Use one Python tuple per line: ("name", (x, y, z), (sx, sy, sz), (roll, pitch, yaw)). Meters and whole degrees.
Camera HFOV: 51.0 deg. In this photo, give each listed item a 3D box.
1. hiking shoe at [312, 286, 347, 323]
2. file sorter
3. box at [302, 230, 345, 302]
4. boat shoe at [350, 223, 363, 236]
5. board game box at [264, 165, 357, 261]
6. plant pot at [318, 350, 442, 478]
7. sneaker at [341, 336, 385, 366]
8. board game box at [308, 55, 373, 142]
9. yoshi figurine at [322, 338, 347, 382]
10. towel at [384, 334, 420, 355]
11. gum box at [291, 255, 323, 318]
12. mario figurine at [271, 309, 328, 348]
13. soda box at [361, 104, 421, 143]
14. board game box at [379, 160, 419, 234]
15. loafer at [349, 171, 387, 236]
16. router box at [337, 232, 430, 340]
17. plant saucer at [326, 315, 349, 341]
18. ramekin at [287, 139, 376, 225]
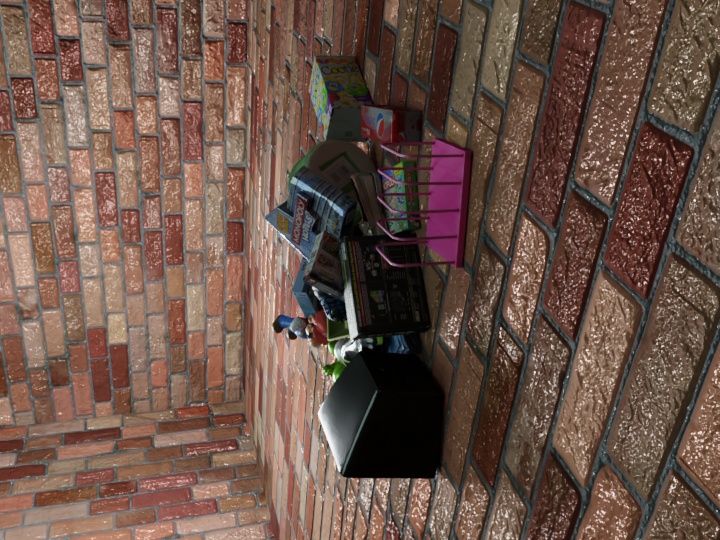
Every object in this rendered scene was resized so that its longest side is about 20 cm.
("hiking shoe", (-0.051, 0.064, 1.628), (0.200, 0.074, 0.087), (35, -138, -77))
("file sorter", (0.100, -0.118, 1.309), (0.139, 0.125, 0.201), (-132, 41, -65))
("box", (-0.012, 0.013, 1.536), (0.035, 0.199, 0.111), (-31, 36, 55))
("boat shoe", (0.000, 0.000, 1.630), (0.074, 0.075, 0.201), (-28, 61, 50))
("board game box", (-0.114, -0.114, 1.630), (0.199, 0.062, 0.201), (34, 140, 19))
("plant pot", (0.051, 0.269, 1.468), (0.200, 0.198, 0.178), (-120, 41, -56))
("sneaker", (0.007, 0.178, 1.609), (0.200, 0.071, 0.083), (111, 153, -54))
("board game box", (-0.048, -0.406, 1.779), (0.103, 0.104, 0.201), (106, 154, -47))
("yoshi figurine", (-0.041, 0.221, 1.894), (0.113, 0.111, 0.201), (119, 141, -48))
("towel", (0.070, 0.157, 1.602), (0.200, 0.048, 0.112), (114, 149, -58))
("gum box", (-0.109, 0.039, 1.944), (0.200, 0.044, 0.171), (70, -150, -54))
("mario figurine", (-0.136, 0.156, 1.863), (0.199, 0.123, 0.107), (-5, 100, 48))
("soda box", (0.058, -0.295, 1.520), (0.200, 0.063, 0.070), (-141, 49, -67))
("board game box", (0.071, -0.141, 1.570), (0.200, 0.029, 0.136), (164, 101, -73))
("loafer", (0.017, -0.111, 1.598), (0.072, 0.062, 0.201), (146, 119, -70))
("router box", (0.044, 0.031, 1.484), (0.062, 0.149, 0.201), (132, 133, -67))
("plant saucer", (-0.004, 0.051, 1.727), (0.199, 0.048, 0.201), (-19, 69, 51))
("ramekin", (-0.056, -0.197, 1.706), (0.098, 0.199, 0.201), (138, 127, -60))
